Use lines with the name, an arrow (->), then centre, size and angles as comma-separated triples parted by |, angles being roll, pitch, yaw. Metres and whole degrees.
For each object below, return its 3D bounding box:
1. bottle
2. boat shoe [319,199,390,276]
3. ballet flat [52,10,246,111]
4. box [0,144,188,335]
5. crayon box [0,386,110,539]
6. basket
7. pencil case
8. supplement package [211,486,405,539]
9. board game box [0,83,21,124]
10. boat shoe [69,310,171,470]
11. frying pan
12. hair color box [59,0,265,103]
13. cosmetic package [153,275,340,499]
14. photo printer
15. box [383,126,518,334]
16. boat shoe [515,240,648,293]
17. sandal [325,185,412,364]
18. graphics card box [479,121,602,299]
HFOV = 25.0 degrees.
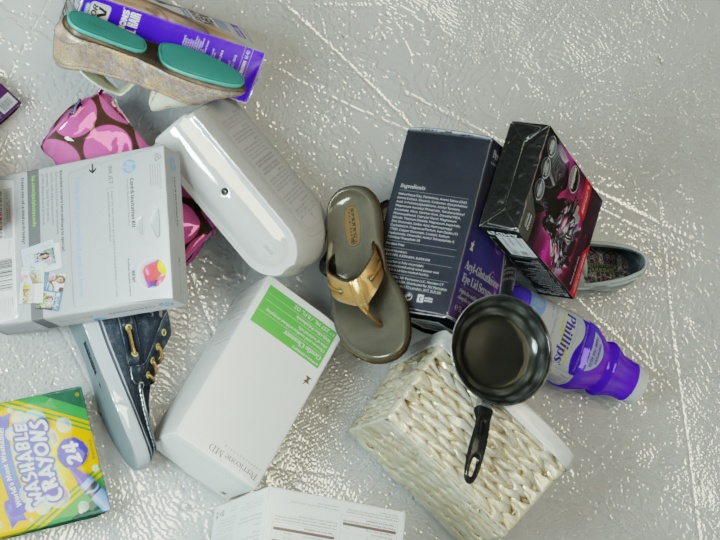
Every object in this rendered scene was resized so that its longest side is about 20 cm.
bottle -> 0.235, 0.091, 1.850 | 0.200, 0.065, 0.084 | 27, 69, -16
boat shoe -> 0.027, -0.047, 1.792 | 0.200, 0.065, 0.073 | -36, 126, -46
ballet flat -> -0.216, -0.200, 1.639 | 0.200, 0.067, 0.068 | 20, 31, -15
box -> -0.270, -0.029, 1.592 | 0.200, 0.041, 0.156 | -10, 75, 18
crayon box -> -0.351, 0.194, 1.552 | 0.200, 0.052, 0.126 | -11, 80, -27
basket -> 0.101, 0.182, 1.724 | 0.200, 0.136, 0.123 | 45, 65, -6
pencil case -> -0.233, -0.090, 1.668 | 0.094, 0.091, 0.200 | -43, 99, -8
supplement package -> -0.061, 0.331, 1.590 | 0.150, 0.152, 0.200 | 14, 69, -22
board game box -> -0.450, -0.144, 1.619 | 0.120, 0.032, 0.200 | 47, 61, -9
boat shoe -> -0.224, 0.094, 1.629 | 0.091, 0.071, 0.201 | -18, 81, -24
frying pan -> 0.146, 0.120, 1.665 | 0.115, 0.031, 0.190 | -2, 82, -21
hair color box -> -0.209, -0.246, 1.710 | 0.200, 0.109, 0.065 | 15, 107, -20
cosmetic package -> -0.116, 0.120, 1.666 | 0.108, 0.085, 0.200 | 36, 62, -15
photo printer -> -0.115, -0.084, 1.692 | 0.200, 0.069, 0.166 | 50, 16, -5
box -> 0.101, -0.035, 1.746 | 0.148, 0.104, 0.200 | 27, 75, -59
boat shoe -> 0.241, -0.009, 1.879 | 0.200, 0.071, 0.070 | -1, 76, -25
sandal -> 0.000, 0.000, 1.667 | 0.082, 0.055, 0.200 | -13, 70, 17
graphics card box -> 0.198, -0.062, 1.752 | 0.200, 0.051, 0.126 | 43, 62, -55
